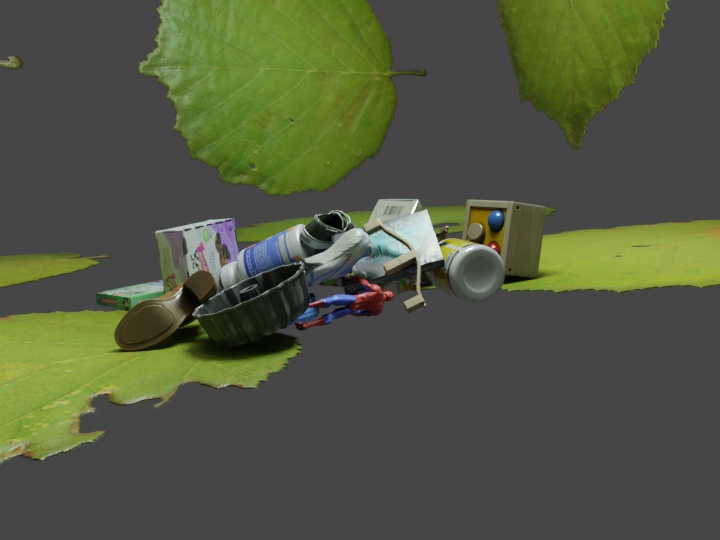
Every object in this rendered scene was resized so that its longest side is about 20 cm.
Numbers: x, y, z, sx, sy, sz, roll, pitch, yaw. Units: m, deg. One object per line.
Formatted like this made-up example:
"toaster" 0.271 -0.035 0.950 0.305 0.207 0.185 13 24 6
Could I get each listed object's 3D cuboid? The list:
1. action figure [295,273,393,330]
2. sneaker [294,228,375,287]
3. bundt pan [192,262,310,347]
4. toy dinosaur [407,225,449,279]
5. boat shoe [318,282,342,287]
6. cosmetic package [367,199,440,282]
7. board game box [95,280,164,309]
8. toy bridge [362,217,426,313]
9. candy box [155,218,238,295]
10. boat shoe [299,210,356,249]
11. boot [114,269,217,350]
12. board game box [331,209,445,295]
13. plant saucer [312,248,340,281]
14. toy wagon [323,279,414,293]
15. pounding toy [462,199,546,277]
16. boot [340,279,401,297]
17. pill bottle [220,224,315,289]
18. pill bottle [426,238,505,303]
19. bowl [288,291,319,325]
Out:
"action figure" -0.037 0.056 1.520 0.199 0.065 0.099 -9 17 -30
"sneaker" -0.062 -0.004 1.568 0.200 0.073 0.072 -30 30 13
"bundt pan" -0.170 0.063 1.380 0.201 0.076 0.202 -22 13 5
"toy dinosaur" 0.093 -0.035 1.695 0.199 0.058 0.101 -12 37 30
"boat shoe" -0.024 0.006 1.842 0.199 0.076 0.060 -4 16 13
"cosmetic package" 0.107 -0.062 1.818 0.105 0.200 0.071 4 54 32
"board game box" -0.460 0.050 1.854 0.134 0.029 0.200 5 12 41
"toy bridge" 0.076 -0.014 1.566 0.067 0.200 0.027 -26 -23 -4
"candy box" -0.332 -0.013 1.752 0.071 0.168 0.200 -3 9 23
"boat shoe" -0.048 -0.086 1.724 0.071 0.064 0.200 43 22 15
"boot" -0.335 0.076 1.465 0.200 0.077 0.155 -44 -1 -17
"board game box" 0.052 -0.037 1.627 0.199 0.028 0.136 -16 51 2
"plant saucer" -0.062 -0.039 1.726 0.070 0.019 0.200 31 26 -10
"toy wagon" 0.020 0.007 1.756 0.200 0.040 0.155 26 44 24
"pounding toy" 0.283 -0.062 1.870 0.142 0.185 0.200 5 3 -32
"boot" 0.000 0.000 1.676 0.095 0.074 0.200 -22 35 -12
"pill bottle" -0.185 -0.009 1.735 0.200 0.112 0.112 -22 3 17
"pill bottle" 0.198 -0.005 1.669 0.112 0.113 0.200 -6 9 -14
"bowl" -0.177 0.069 1.582 0.200 0.040 0.201 -4 8 1
